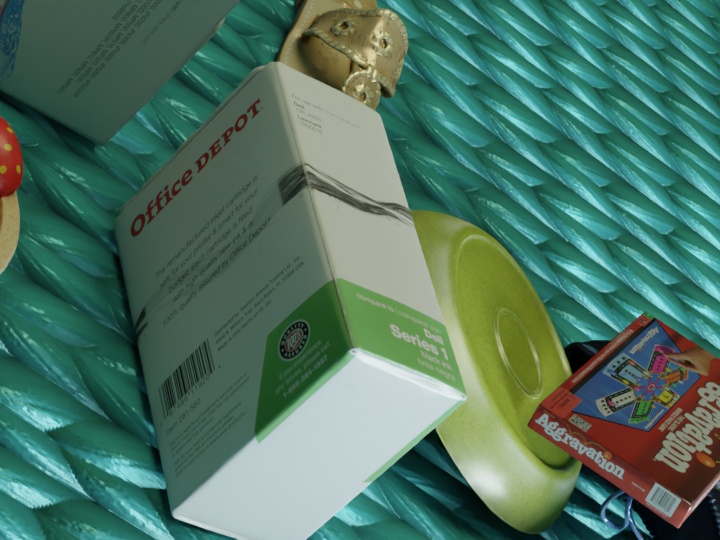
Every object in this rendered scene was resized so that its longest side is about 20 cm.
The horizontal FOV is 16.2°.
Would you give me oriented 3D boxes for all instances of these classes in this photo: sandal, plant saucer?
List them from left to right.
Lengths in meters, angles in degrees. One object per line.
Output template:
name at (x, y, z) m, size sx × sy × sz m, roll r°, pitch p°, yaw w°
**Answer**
sandal at (-0.003, -0.150, 1.622) m, size 0.078 × 0.070 × 0.212 m, roll 33°, pitch 32°, yaw -22°
plant saucer at (0.080, 0.052, 1.460) m, size 0.200 × 0.031 × 0.200 m, roll 48°, pitch 28°, yaw -36°

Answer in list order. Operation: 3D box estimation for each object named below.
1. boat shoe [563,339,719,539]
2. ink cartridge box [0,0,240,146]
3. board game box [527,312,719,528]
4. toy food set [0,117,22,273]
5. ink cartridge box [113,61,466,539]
boat shoe at (0.170, 0.119, 1.530) m, size 0.068 × 0.084 × 0.200 m, roll 15°, pitch 25°, yaw -31°
ink cartridge box at (-0.177, -0.196, 1.379) m, size 0.200 × 0.145 × 0.146 m, roll 29°, pitch 33°, yaw -27°
board game box at (0.176, 0.083, 1.487) m, size 0.103 × 0.019 × 0.200 m, roll 35°, pitch 25°, yaw 12°
toy food set at (-0.246, -0.069, 1.235) m, size 0.198 × 0.049 × 0.200 m, roll 45°, pitch 30°, yaw -2°
ink cartridge box at (-0.041, 0.017, 1.295) m, size 0.084 × 0.146 × 0.200 m, roll 23°, pitch 38°, yaw -37°
